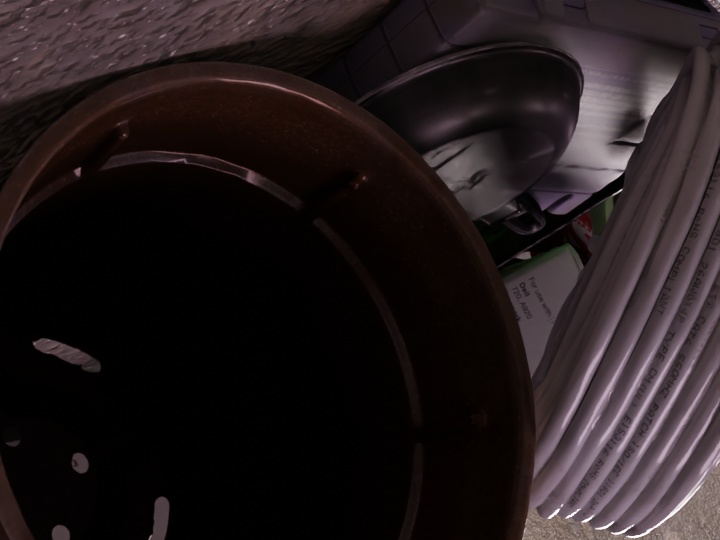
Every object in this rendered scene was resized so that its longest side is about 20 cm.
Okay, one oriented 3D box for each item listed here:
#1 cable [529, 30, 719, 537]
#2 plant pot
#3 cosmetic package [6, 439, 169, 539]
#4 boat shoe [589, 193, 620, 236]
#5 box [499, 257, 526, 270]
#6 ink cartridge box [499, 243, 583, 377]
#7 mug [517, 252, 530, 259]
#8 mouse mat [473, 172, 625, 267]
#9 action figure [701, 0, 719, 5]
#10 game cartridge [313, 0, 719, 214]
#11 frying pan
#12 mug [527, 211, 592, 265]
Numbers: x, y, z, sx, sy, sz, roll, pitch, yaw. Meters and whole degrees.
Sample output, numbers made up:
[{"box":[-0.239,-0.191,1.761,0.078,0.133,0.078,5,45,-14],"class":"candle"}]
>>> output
[{"box":[0.120,0.007,0.550,0.200,0.069,0.201,104,12,-62],"class":"cable"},{"box":[-0.078,0.058,0.508,0.200,0.201,0.198,-22,178,-40],"class":"plant pot"},{"box":[-0.148,0.198,0.888,0.166,0.202,0.166,-11,172,2],"class":"cosmetic package"},{"box":[0.157,-0.002,0.807,0.057,0.202,0.067,-1,166,-3],"class":"boat shoe"},{"box":[0.126,0.035,0.980,0.040,0.136,0.200,-61,-157,-6],"class":"box"},{"box":[0.029,0.071,0.778,0.199,0.084,0.145,-27,179,-8],"class":"ink cartridge box"},{"box":[0.089,0.055,1.213,0.152,0.150,0.187,-20,164,-10],"class":"mug"},{"box":[0.106,-0.058,0.768,0.199,0.008,0.161,-34,-162,22],"class":"mouse mat"},{"box":[0.206,-0.138,0.703,0.118,0.055,0.200,-20,175,32],"class":"action figure"},{"box":[0.065,-0.070,0.589,0.199,0.039,0.130,0,146,-47],"class":"game cartridge"},{"box":[0.033,-0.030,0.577,0.114,0.031,0.190,-18,157,-7],"class":"frying pan"},{"box":[0.162,-0.034,0.950,0.177,0.134,0.200,-31,169,-3],"class":"mug"}]
